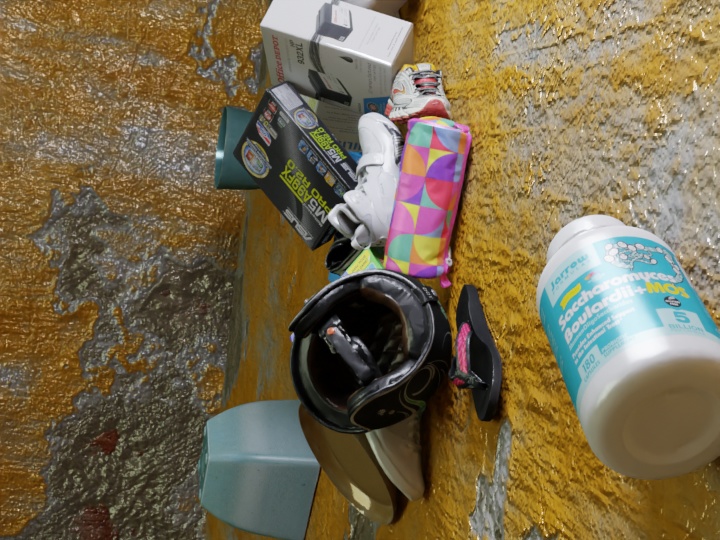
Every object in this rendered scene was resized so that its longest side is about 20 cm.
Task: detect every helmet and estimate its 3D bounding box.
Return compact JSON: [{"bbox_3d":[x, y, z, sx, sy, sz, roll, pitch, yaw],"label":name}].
[{"bbox_3d":[0.011,0.096,1.450,0.191,0.199,0.201,84,-172,-72],"label":"helmet"}]

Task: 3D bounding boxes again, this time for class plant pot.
[{"bbox_3d":[-0.258,-0.286,2.937,0.201,0.160,0.202,-174,90,-78],"label":"plant pot"},{"bbox_3d":[-0.012,0.252,1.644,0.200,0.027,0.200,44,154,28],"label":"plant pot"},{"bbox_3d":[-0.194,0.359,2.243,0.196,0.199,0.197,-104,24,-59],"label":"plant pot"}]

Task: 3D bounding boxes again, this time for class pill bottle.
[{"bbox_3d":[0.189,0.043,0.863,0.200,0.110,0.111,-103,22,-55],"label":"pill bottle"}]

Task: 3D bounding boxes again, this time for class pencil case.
[{"bbox_3d":[0.084,-0.085,1.479,0.088,0.088,0.201,-132,48,-73],"label":"pencil case"}]

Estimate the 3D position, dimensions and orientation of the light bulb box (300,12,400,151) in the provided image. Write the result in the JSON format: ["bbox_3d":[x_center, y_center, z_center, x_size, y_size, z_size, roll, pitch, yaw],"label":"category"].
[{"bbox_3d":[-0.017,-0.325,1.947,0.199,0.124,0.200,-97,18,-45],"label":"light bulb box"}]

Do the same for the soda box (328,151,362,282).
[{"bbox_3d":[0.006,-0.073,1.820,0.064,0.068,0.201,27,111,60],"label":"soda box"}]

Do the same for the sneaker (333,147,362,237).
[{"bbox_3d":[0.000,-0.135,1.885,0.074,0.080,0.201,170,108,-79],"label":"sneaker"}]

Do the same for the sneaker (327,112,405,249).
[{"bbox_3d":[0.010,-0.117,1.623,0.075,0.115,0.201,-45,60,57],"label":"sneaker"}]

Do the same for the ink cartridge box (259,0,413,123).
[{"bbox_3d":[-0.031,-0.305,1.727,0.145,0.199,0.084,84,-151,-63],"label":"ink cartridge box"}]

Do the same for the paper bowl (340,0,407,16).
[{"bbox_3d":[0.014,-0.428,1.769,0.104,0.200,0.201,51,157,7],"label":"paper bowl"}]

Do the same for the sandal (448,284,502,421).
[{"bbox_3d":[0.115,0.090,1.326,0.200,0.045,0.075,-101,21,-53],"label":"sandal"}]

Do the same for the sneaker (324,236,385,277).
[{"bbox_3d":[0.000,-0.001,1.730,0.201,0.115,0.076,113,159,-54],"label":"sneaker"}]

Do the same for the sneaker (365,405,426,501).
[{"bbox_3d":[0.052,0.187,1.530,0.201,0.088,0.075,67,-171,29],"label":"sneaker"}]

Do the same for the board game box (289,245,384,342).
[{"bbox_3d":[-0.007,0.082,1.647,0.200,0.029,0.135,-50,57,32],"label":"board game box"}]

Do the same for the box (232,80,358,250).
[{"bbox_3d":[-0.089,-0.152,1.789,0.200,0.044,0.160,51,140,10],"label":"box"}]

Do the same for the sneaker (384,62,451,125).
[{"bbox_3d":[0.074,-0.231,1.599,0.200,0.077,0.083,-127,46,-72],"label":"sneaker"}]
